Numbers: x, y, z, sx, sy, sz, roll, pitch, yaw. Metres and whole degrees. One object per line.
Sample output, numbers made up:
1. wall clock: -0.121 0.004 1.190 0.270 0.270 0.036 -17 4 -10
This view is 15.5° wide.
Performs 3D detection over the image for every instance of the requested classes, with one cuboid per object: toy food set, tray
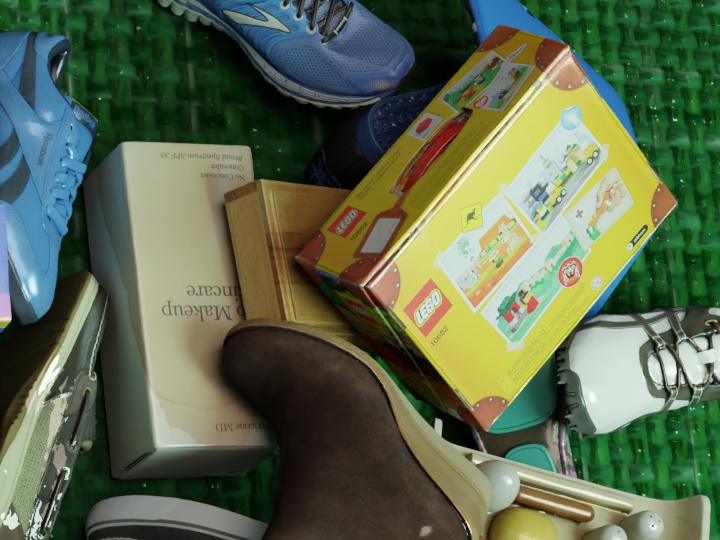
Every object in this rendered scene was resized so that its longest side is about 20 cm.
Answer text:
1. toy food set: 0.124 0.183 1.642 0.200 0.060 0.144 17 62 -19
2. tray: 0.000 0.000 1.700 0.200 0.037 0.099 4 70 -50

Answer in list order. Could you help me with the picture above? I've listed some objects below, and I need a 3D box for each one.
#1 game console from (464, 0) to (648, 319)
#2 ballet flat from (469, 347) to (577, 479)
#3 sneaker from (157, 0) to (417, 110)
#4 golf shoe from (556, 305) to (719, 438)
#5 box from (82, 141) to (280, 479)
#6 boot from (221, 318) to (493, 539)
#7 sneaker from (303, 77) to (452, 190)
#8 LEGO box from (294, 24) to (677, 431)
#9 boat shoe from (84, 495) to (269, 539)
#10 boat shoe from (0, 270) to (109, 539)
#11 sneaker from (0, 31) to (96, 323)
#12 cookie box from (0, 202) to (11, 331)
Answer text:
1. game console: 0.104 -0.080 1.773 0.200 0.118 0.171 37 88 -39
2. ballet flat: 0.109 0.109 1.741 0.069 0.071 0.200 -13 84 6
3. sneaker: -0.053 -0.178 1.738 0.200 0.089 0.079 30 63 4
4. golf shoe: 0.203 0.057 1.748 0.200 0.094 0.078 -21 99 -53
5. box: -0.112 0.026 1.664 0.095 0.078 0.200 0 72 -26
6. boot: -0.027 0.123 1.542 0.200 0.072 0.166 35 40 8
7. sneaker: 0.044 -0.086 1.788 0.200 0.078 0.070 -9 73 -49
8. LEGO box: 0.081 -0.026 1.644 0.200 0.077 0.149 -49 126 -13
9. boat shoe: -0.077 0.183 1.588 0.200 0.069 0.057 11 57 14
10. boat shoe: -0.194 0.093 1.613 0.065 0.073 0.200 38 57 -27
11. sneaker: -0.199 -0.064 1.635 0.078 0.066 0.200 -10 61 -3
12. cookie box: -0.307 0.027 1.504 0.171 0.200 0.075 -1 72 -25
